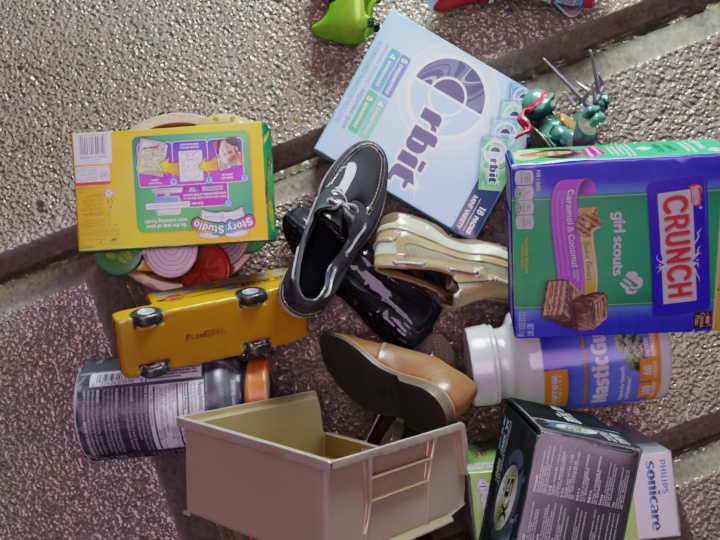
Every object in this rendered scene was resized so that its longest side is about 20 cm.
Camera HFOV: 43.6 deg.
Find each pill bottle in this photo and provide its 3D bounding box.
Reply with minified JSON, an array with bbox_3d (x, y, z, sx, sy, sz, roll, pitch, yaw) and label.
[{"bbox_3d":[-0.189,0.138,0.947,0.197,0.106,0.108,-5,90,1],"label":"pill bottle"},{"bbox_3d":[0.210,0.089,0.938,0.197,0.112,0.114,-7,90,0],"label":"pill bottle"}]

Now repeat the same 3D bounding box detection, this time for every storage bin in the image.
[{"bbox_3d":[-0.032,0.182,0.835,0.198,0.197,0.095,4,96,42],"label":"storage bin"}]

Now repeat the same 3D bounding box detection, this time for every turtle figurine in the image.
[{"bbox_3d":[0.228,-0.133,0.924,0.100,0.150,0.201,-32,104,29],"label":"turtle figurine"}]

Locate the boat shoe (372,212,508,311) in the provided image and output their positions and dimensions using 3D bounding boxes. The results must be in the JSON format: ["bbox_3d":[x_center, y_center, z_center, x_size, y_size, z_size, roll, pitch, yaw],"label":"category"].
[{"bbox_3d":[0.104,0.010,0.943,0.197,0.072,0.077,17,60,-7],"label":"boat shoe"}]

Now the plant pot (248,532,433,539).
[{"bbox_3d":[-0.014,0.336,0.912,0.174,0.200,0.203,-9,90,-11],"label":"plant pot"}]

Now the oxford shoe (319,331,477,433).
[{"bbox_3d":[0.036,0.107,0.935,0.071,0.199,0.072,-28,126,-37],"label":"oxford shoe"}]

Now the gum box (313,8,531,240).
[{"bbox_3d":[0.076,-0.153,0.971,0.198,0.045,0.171,30,90,-1],"label":"gum box"}]

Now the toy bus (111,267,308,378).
[{"bbox_3d":[-0.153,0.050,0.922,0.197,0.078,0.066,-11,111,-21],"label":"toy bus"}]

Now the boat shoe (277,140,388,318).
[{"bbox_3d":[-0.019,-0.046,0.903,0.072,0.063,0.202,28,76,-8],"label":"boat shoe"}]

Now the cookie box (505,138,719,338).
[{"bbox_3d":[0.239,-0.030,0.843,0.197,0.075,0.174,-3,110,6],"label":"cookie box"}]

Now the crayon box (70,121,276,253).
[{"bbox_3d":[-0.188,-0.083,0.920,0.197,0.058,0.121,-3,91,1],"label":"crayon box"}]

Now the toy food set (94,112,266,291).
[{"bbox_3d":[-0.193,-0.070,0.973,0.197,0.049,0.201,2,91,0],"label":"toy food set"}]

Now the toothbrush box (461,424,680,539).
[{"bbox_3d":[0.203,0.221,0.922,0.197,0.146,0.087,-8,90,0],"label":"toothbrush box"}]

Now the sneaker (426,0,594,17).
[{"bbox_3d":[0.175,-0.303,0.955,0.199,0.071,0.113,-32,87,-1],"label":"sneaker"}]

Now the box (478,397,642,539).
[{"bbox_3d":[0.158,0.226,0.769,0.085,0.164,0.203,11,91,0],"label":"box"}]

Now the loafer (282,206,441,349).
[{"bbox_3d":[0.000,0.000,0.968,0.200,0.068,0.070,42,62,4],"label":"loafer"}]

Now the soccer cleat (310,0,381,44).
[{"bbox_3d":[-0.013,-0.345,0.963,0.080,0.067,0.203,7,91,14],"label":"soccer cleat"}]

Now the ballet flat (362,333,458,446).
[{"bbox_3d":[0.049,0.162,0.965,0.067,0.062,0.202,29,91,1],"label":"ballet flat"}]
